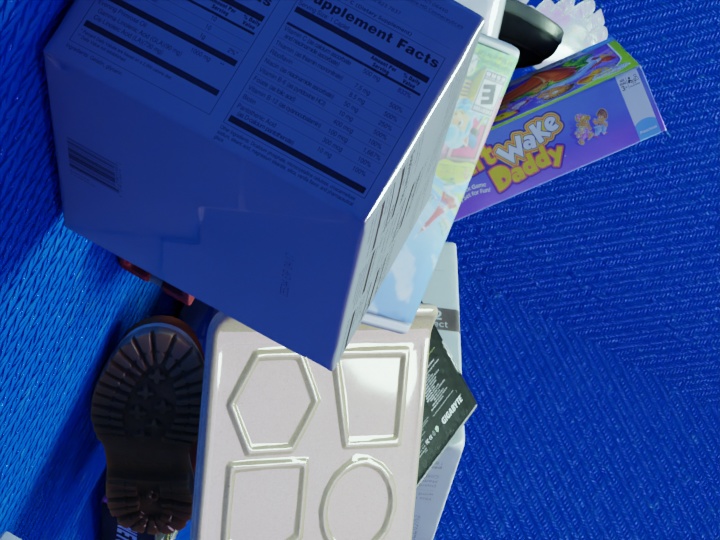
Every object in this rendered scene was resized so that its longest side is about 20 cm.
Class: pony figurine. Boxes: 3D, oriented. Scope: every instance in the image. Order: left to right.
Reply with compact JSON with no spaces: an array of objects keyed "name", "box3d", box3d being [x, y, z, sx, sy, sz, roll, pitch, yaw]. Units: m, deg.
[{"name":"pony figurine","box3d":[0.132,-0.260,2.031,0.192,0.167,0.200,-28,170,-13]}]

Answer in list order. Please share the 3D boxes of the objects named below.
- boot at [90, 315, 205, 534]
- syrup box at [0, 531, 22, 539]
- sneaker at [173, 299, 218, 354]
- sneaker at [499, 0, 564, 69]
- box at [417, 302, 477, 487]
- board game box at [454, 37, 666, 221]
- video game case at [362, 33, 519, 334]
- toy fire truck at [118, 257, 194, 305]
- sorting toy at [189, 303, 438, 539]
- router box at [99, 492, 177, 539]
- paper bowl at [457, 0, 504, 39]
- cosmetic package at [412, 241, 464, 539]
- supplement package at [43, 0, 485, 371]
[{"name":"boot","box3d":[-0.133,0.076,1.431,0.201,0.074,0.108,102,-4,-52]},{"name":"syrup box","box3d":[-0.224,0.264,1.330,0.079,0.081,0.201,-53,170,-51]},{"name":"sneaker","box3d":[-0.084,0.012,1.508,0.072,0.072,0.200,-62,176,-30]},{"name":"sneaker","box3d":[0.049,-0.127,1.485,0.075,0.199,0.107,30,72,-41]},{"name":"box","box3d":[-0.007,0.086,1.536,0.049,0.160,0.200,-19,-161,37]},{"name":"board game box","box3d":[0.086,-0.081,1.391,0.199,0.045,0.135,-23,-167,4]},{"name":"video game case","box3d":[-0.016,-0.068,1.230,0.199,0.022,0.183,15,100,-40]},{"name":"toy fire truck","box3d":[-0.083,-0.048,1.323,0.142,0.048,0.200,-62,176,-3]},{"name":"sorting toy","box3d":[-0.035,0.117,1.408,0.184,0.036,0.202,0,102,-41]},{"name":"router box","box3d":[-0.145,0.149,1.684,0.150,0.051,0.200,-61,177,-21]},{"name":"paper bowl","box3d":[0.039,-0.175,1.347,0.201,0.103,0.203,12,90,-87]},{"name":"cosmetic package","box3d":[-0.011,0.097,1.746,0.166,0.163,0.201,104,-12,-51]},{"name":"supplement package","box3d":[-0.047,-0.065,0.987,0.111,0.155,0.200,-60,174,-20]}]
